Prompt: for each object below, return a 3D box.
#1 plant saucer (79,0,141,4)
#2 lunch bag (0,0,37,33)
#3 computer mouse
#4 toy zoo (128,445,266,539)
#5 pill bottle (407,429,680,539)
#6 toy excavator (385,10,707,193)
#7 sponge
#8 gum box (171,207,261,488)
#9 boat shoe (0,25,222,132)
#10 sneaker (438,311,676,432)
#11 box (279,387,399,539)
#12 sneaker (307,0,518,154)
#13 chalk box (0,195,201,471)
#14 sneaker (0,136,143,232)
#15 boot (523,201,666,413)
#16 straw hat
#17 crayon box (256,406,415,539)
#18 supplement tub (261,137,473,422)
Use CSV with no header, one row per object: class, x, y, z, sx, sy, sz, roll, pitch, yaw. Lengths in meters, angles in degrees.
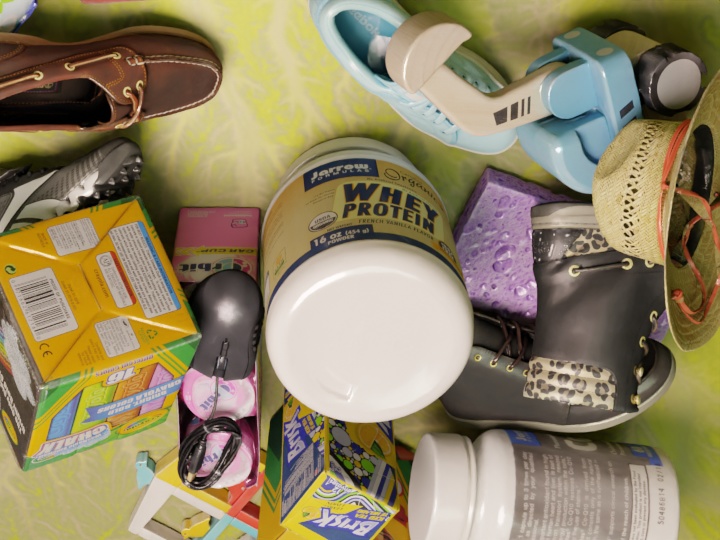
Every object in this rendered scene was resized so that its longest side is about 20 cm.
plant saucer,-0.125,-0.278,0.954,0.199,0.037,0.200,1,124,23
lunch bag,-0.338,-0.181,0.992,0.200,0.128,0.170,23,115,-32
computer mouse,-0.108,0.087,1.074,0.058,0.034,0.201,6,121,-8
toy zoo,-0.113,0.213,1.289,0.200,0.020,0.131,32,114,-20
pill bottle,0.144,0.188,1.171,0.199,0.114,0.114,8,120,-10
toy excavator,0.134,-0.115,1.024,0.199,0.100,0.195,-26,120,-10
sponge,0.168,0.000,1.170,0.199,0.030,0.112,19,119,-13
gum box,-0.111,0.065,1.147,0.066,0.114,0.201,0,121,-3
boat shoe,-0.186,-0.125,1.019,0.199,0.070,0.071,-8,134,-27
sneaker,0.142,0.073,1.151,0.199,0.075,0.106,-11,140,23
box,-0.018,0.129,1.139,0.070,0.200,0.064,31,116,-19
sneaker,0.039,-0.138,1.052,0.200,0.082,0.074,33,115,-20
chalk box,-0.211,0.058,1.076,0.124,0.125,0.200,-18,159,-26
sneaker,-0.249,-0.050,1.088,0.200,0.066,0.091,-39,82,24
boot,0.220,0.032,1.103,0.203,0.073,0.154,7,86,-7
straw hat,0.203,-0.053,0.976,0.085,0.201,0.202,14,127,31
crayon box,-0.017,0.201,1.180,0.127,0.200,0.051,31,121,-20
supplement tub,0.000,0.000,1.062,0.144,0.200,0.145,-3,121,-4
